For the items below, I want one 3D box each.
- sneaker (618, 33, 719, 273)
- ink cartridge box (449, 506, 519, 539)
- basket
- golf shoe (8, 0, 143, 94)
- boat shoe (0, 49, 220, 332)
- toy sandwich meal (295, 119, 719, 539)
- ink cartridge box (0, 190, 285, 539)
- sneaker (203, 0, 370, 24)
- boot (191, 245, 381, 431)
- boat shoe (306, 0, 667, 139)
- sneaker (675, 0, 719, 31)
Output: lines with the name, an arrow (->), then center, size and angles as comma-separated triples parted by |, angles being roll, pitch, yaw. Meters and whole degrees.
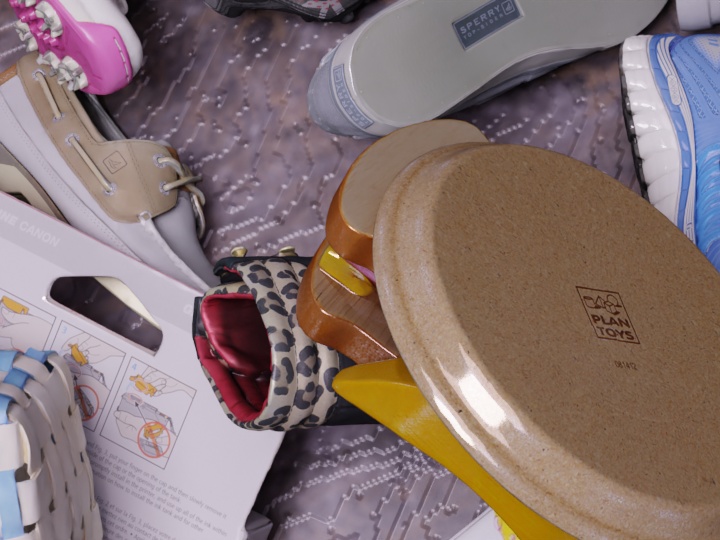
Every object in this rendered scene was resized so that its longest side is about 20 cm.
sneaker -> 0.172, -0.020, 0.866 | 0.088, 0.079, 0.202 | -11, 72, 8
ink cartridge box -> 0.103, 0.159, 0.820 | 0.199, 0.086, 0.148 | -37, 72, -3
basket -> -0.214, 0.097, 0.795 | 0.198, 0.176, 0.141 | -13, 99, 2
golf shoe -> -0.140, -0.157, 0.933 | 0.091, 0.076, 0.200 | -28, 47, -14
boat shoe -> -0.109, -0.031, 0.914 | 0.200, 0.075, 0.069 | 41, 89, 18
toy sandwich meal -> 0.067, 0.033, 0.724 | 0.070, 0.204, 0.206 | -48, 67, 37
ink cartridge box -> -0.131, 0.074, 0.879 | 0.199, 0.045, 0.178 | 26, 96, 15
sneaker -> 0.001, -0.172, 0.942 | 0.199, 0.098, 0.071 | -17, 57, -21
boot -> 0.001, -0.001, 0.824 | 0.152, 0.074, 0.204 | 4, 35, -26
boat shoe -> 0.058, -0.116, 0.907 | 0.200, 0.071, 0.071 | -28, 98, -28
sneaker -> 0.209, -0.204, 0.917 | 0.114, 0.074, 0.202 | 7, 74, 14
